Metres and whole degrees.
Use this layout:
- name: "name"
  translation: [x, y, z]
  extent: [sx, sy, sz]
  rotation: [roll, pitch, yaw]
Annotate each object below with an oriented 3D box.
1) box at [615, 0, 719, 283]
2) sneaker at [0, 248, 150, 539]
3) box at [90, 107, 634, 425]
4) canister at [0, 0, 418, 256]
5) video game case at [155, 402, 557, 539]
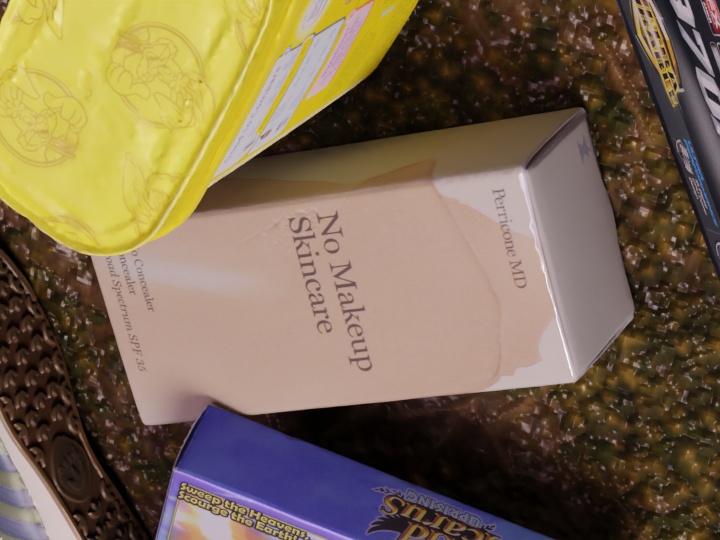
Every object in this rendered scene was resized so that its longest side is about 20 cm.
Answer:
- name: "box"
  translation: [0.154, -0.040, 0.846]
  extent: [0.046, 0.159, 0.200]
  rotation: [-23, 101, -7]
- name: "sneaker"
  translation: [-0.170, 0.089, 1.097]
  extent: [0.090, 0.067, 0.200]
  rotation: [-18, 105, 24]
- name: "box"
  translation: [0.000, 0.000, 0.976]
  extent: [0.200, 0.078, 0.095]
  rotation: [-9, 106, 28]
- name: "canister"
  translation: [-0.043, -0.104, 0.883]
  extent: [0.087, 0.200, 0.149]
  rotation: [35, 120, 9]
- name: "video game case"
  translation: [0.004, 0.162, 1.017]
  extent: [0.200, 0.045, 0.181]
  rotation: [21, 134, 4]
